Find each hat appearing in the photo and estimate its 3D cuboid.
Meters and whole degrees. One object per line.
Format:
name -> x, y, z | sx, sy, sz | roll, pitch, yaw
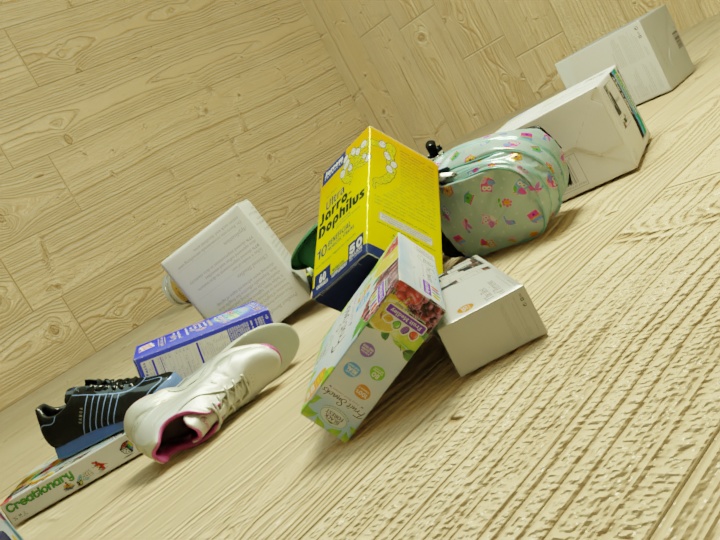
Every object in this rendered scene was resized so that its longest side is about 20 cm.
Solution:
hat -> 0.000, 0.000, 1.235 | 0.166, 0.176, 0.200 | -44, -13, 6

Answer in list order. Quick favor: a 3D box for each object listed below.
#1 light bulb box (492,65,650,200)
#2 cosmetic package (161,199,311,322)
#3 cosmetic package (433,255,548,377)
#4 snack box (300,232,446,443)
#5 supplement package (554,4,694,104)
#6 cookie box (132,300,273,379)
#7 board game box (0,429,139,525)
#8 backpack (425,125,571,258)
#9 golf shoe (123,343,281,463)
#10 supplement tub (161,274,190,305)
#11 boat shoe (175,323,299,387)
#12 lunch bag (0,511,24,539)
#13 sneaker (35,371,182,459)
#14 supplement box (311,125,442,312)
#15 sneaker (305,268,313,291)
light bulb box -> 0.299, -0.188, 1.112 | 0.198, 0.125, 0.200 | -25, 9, 33
cosmetic package -> -0.208, 0.007, 1.322 | 0.167, 0.200, 0.166 | -36, 8, 2
cosmetic package -> 0.102, 0.035, 0.710 | 0.082, 0.051, 0.200 | -30, 8, 1
snack box -> 0.014, 0.052, 0.701 | 0.142, 0.053, 0.200 | -56, 5, 12
supplement package -> 0.547, -0.423, 1.576 | 0.200, 0.152, 0.151 | -20, 12, 48
cookie box -> -0.231, 0.118, 1.136 | 0.199, 0.075, 0.171 | -21, 6, -14
board game box -> -0.365, 0.253, 1.016 | 0.200, 0.035, 0.126 | -30, 8, -4
backpack -> 0.171, -0.097, 0.980 | 0.200, 0.167, 0.127 | -18, 33, 41
golf shoe -> -0.171, 0.157, 0.884 | 0.200, 0.075, 0.091 | -30, 30, -18
supplement tub -> -0.580, 0.033, 2.642 | 0.200, 0.145, 0.144 | -24, 10, 31
boat shoe -> -0.172, 0.131, 0.976 | 0.201, 0.070, 0.071 | -35, 14, -18
lunch bag -> -0.263, 0.216, 0.438 | 0.127, 0.170, 0.200 | -27, 8, 21
sneaker -> -0.333, 0.172, 1.000 | 0.200, 0.078, 0.070 | -28, 8, 2
supplement box -> 0.021, -0.050, 0.901 | 0.109, 0.109, 0.200 | -40, 36, 40
sneaker -> -0.038, -0.015, 1.389 | 0.076, 0.076, 0.200 | -14, 21, 26
